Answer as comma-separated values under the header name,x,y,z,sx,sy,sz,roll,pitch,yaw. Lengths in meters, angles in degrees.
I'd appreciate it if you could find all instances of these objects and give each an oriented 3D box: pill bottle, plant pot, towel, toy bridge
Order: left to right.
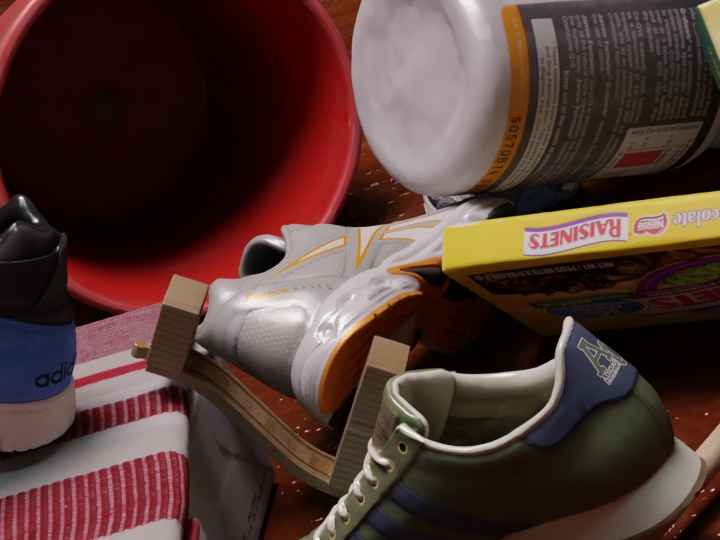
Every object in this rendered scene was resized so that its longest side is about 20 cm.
name,x,y,z,sx,sy,sz,roll,pitch,yaw
towel,-0.137,0.084,1.055,0.143,0.023,0.200,-17,27,5
plant pot,-0.120,-0.082,1.378,0.200,0.201,0.177,-29,16,-14
toy bridge,0.002,0.061,1.059,0.199,0.067,0.027,17,29,-1
pill bottle,0.105,-0.099,1.229,0.199,0.117,0.116,-6,15,-32

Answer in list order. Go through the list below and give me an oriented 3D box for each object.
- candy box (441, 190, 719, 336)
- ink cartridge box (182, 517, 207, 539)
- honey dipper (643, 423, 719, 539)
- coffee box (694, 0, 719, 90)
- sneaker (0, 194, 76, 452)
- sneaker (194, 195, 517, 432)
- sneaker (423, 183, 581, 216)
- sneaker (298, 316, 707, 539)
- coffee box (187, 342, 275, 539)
name,x,y,z,sx,sy,sz,roll,pitch,yaw
candy box,0.145,-0.004,1.107,0.199,0.102,0.027,-7,71,30
ink cartridge box,-0.141,0.189,0.971,0.199,0.084,0.145,-19,25,9
honey dipper,0.136,0.077,1.029,0.038,0.038,0.200,8,43,46
coffee box,0.261,-0.094,1.154,0.199,0.124,0.044,-19,-10,5
sneaker,-0.212,0.008,1.034,0.199,0.112,0.077,4,24,1
sneaker,0.000,0.000,1.165,0.092,0.076,0.200,23,25,20
sneaker,0.048,-0.081,1.337,0.077,0.085,0.200,-26,27,-7
sneaker,0.027,0.078,1.009,0.200,0.090,0.067,-23,23,26
coffee box,-0.149,0.112,1.129,0.199,0.080,0.113,-15,28,16
